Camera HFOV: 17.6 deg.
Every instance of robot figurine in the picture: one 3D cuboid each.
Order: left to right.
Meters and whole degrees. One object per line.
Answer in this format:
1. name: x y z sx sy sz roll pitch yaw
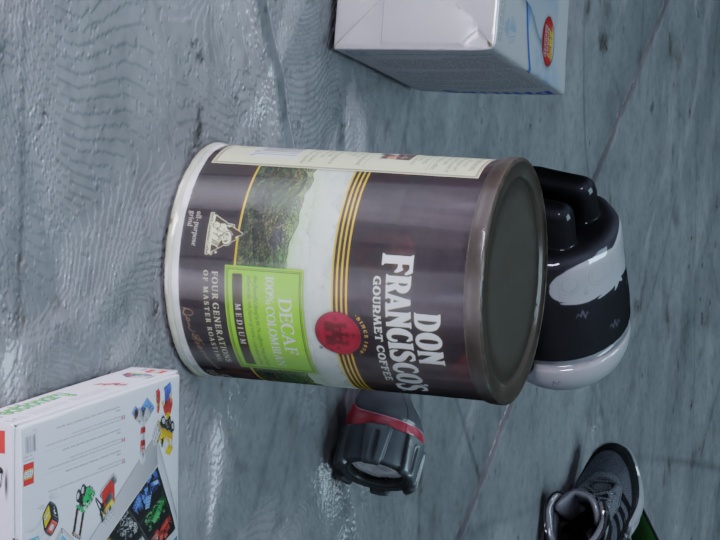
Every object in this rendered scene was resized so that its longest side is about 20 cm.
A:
1. robot figurine: 0.170 0.009 2.027 0.125 0.149 0.201 -122 -163 -52

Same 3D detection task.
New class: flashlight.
1. flashlight: 0.031 0.063 1.713 0.068 0.067 0.201 68 33 -61

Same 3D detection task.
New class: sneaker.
1. sneaker: 0.233 0.236 2.315 0.114 0.075 0.201 75 29 -50

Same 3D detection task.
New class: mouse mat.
1. mouse mat: 0.320 0.312 2.562 0.201 0.007 0.162 71 -3 -47

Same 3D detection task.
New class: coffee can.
1. coffee can: 0.000 0.000 1.407 0.146 0.198 0.148 4 90 -70

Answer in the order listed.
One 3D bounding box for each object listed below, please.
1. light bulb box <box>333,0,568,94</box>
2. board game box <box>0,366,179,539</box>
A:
1. light bulb box: 0.075 -0.239 1.692 0.200 0.124 0.200 12 82 -70
2. board game box: -0.151 0.128 1.246 0.200 0.034 0.127 -15 107 -70
